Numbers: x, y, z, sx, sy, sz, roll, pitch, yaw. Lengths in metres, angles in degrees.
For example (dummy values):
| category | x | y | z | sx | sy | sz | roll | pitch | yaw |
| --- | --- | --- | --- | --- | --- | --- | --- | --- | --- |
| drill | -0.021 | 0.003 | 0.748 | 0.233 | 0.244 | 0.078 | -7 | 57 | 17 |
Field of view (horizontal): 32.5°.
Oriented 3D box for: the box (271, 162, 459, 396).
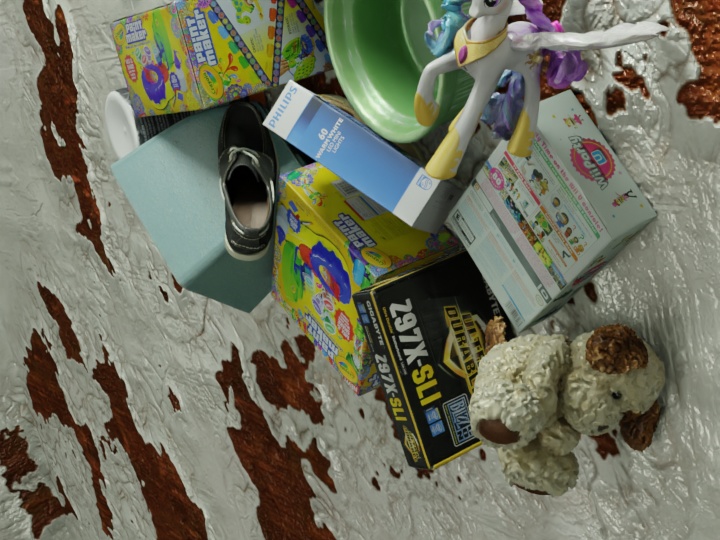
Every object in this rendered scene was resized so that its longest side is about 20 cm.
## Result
| category | x | y | z | sx | sy | sz | roll | pitch | yaw |
| --- | --- | --- | --- | --- | --- | --- | --- | --- | --- |
| box | 0.000 | 0.000 | 1.463 | 0.200 | 0.121 | 0.194 | 46 | 145 | 35 |

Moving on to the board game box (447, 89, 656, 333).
| category | x | y | z | sx | sy | sz | roll | pitch | yaw |
| --- | --- | --- | --- | --- | --- | --- | --- | --- | --- |
| board game box | 0.176 | -0.052 | 1.192 | 0.148 | 0.064 | 0.200 | 59 | 151 | 15 |

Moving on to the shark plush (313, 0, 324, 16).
| category | x | y | z | sx | sy | sz | roll | pitch | yaw |
| --- | --- | --- | --- | --- | --- | --- | --- | --- | --- |
| shark plush | 0.001 | -0.277 | 1.377 | 0.201 | 0.090 | 0.084 | 69 | 179 | -45 |

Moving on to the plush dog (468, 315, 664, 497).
| category | x | y | z | sx | sy | sz | roll | pitch | yaw |
| --- | --- | --- | --- | --- | --- | --- | --- | --- | --- |
| plush dog | 0.203 | 0.109 | 1.174 | 0.200 | 0.170 | 0.162 | 57 | -151 | -52 |

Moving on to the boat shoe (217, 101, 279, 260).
| category | x | y | z | sx | sy | sz | roll | pitch | yaw |
| --- | --- | --- | --- | --- | --- | --- | --- | --- | --- |
| boat shoe | -0.129 | -0.115 | 1.428 | 0.068 | 0.071 | 0.202 | 97 | 170 | -63 |

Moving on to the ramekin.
| category | x | y | z | sx | sy | sz | roll | pitch | yaw |
| --- | --- | --- | --- | --- | --- | --- | --- | --- | --- |
| ramekin | 0.057 | -0.237 | 1.233 | 0.200 | 0.097 | 0.201 | 38 | 139 | 43 |

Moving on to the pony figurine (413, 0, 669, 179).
| category | x | y | z | sx | sy | sz | roll | pitch | yaw |
| --- | --- | --- | --- | --- | --- | --- | --- | --- | --- |
| pony figurine | 0.132 | -0.188 | 1.030 | 0.166 | 0.192 | 0.201 | 43 | 133 | 33 |

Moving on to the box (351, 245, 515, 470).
| category | x | y | z | sx | sy | sz | roll | pitch | yaw |
| --- | --- | --- | --- | --- | --- | --- | --- | --- | --- |
| box | 0.093 | 0.090 | 1.327 | 0.049 | 0.159 | 0.202 | -9 | 100 | 60 |

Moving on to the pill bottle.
| category | x | y | z | sx | sy | sz | roll | pitch | yaw |
| --- | --- | --- | --- | --- | --- | --- | --- | --- | --- |
| pill bottle | -0.224 | -0.205 | 1.622 | 0.106 | 0.199 | 0.107 | 37 | 136 | 46 |

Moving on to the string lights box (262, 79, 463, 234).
| category | x | y | z | sx | sy | sz | roll | pitch | yaw |
| --- | --- | --- | --- | --- | --- | --- | --- | --- | --- |
| string lights box | 0.004 | -0.120 | 1.311 | 0.199 | 0.103 | 0.059 | 35 | 98 | 17 |

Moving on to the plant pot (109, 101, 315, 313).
| category | x | y | z | sx | sy | sz | roll | pitch | yaw |
| --- | --- | --- | --- | --- | --- | --- | --- | --- | --- |
| plant pot | -0.152 | -0.095 | 1.555 | 0.196 | 0.200 | 0.196 | 56 | -169 | 21 |

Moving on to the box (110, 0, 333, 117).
| category | x | y | z | sx | sy | sz | roll | pitch | yaw |
| --- | --- | --- | --- | --- | --- | --- | --- | --- | --- |
| box | -0.162 | -0.270 | 1.469 | 0.199 | 0.192 | 0.123 | 7 | 114 | 58 |

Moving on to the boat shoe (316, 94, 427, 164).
| category | x | y | z | sx | sy | sz | roll | pitch | yaw |
| --- | --- | --- | --- | --- | --- | --- | --- | --- | --- |
| boat shoe | -0.004 | -0.141 | 1.408 | 0.200 | 0.066 | 0.074 | 37 | 110 | 38 |
